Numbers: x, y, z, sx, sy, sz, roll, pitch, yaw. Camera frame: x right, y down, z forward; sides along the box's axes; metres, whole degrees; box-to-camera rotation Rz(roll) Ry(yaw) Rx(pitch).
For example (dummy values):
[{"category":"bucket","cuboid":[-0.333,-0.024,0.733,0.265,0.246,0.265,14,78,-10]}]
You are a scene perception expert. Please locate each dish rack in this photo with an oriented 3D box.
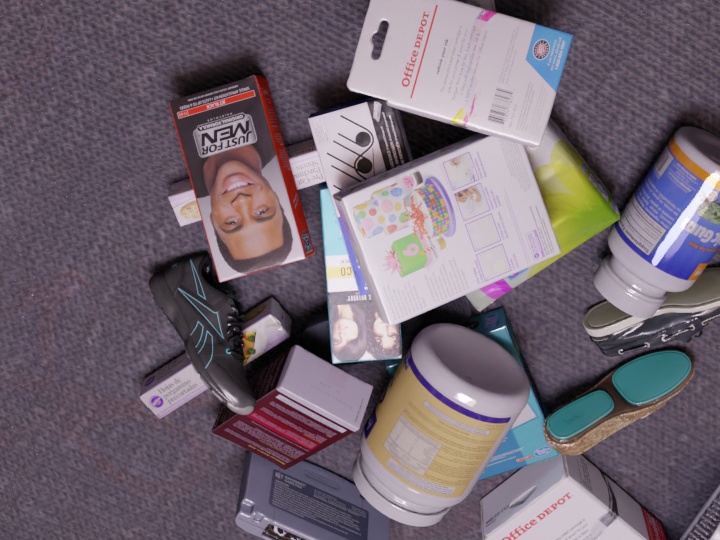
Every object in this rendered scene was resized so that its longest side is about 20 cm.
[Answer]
[{"category":"dish rack","cuboid":[0.418,0.351,1.754,0.043,0.172,0.200,31,116,9]}]

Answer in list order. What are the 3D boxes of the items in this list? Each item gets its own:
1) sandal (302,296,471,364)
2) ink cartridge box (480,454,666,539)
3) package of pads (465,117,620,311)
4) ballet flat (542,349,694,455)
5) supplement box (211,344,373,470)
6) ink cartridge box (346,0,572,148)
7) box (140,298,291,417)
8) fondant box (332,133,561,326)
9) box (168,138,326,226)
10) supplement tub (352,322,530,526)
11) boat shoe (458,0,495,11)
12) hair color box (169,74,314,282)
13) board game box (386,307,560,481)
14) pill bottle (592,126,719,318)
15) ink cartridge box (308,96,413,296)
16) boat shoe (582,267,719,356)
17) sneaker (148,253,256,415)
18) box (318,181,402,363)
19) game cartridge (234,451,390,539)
[{"category":"sandal","cuboid":[0.030,0.060,1.673,0.199,0.043,0.076,-12,127,-2]},{"category":"ink cartridge box","cuboid":[0.268,0.328,1.793,0.200,0.084,0.144,40,113,-21]},{"category":"package of pads","cuboid":[0.162,-0.070,1.579,0.200,0.068,0.155,-35,115,17]},{"category":"ballet flat","cuboid":[0.308,0.160,1.706,0.199,0.071,0.065,-25,145,-4]},{"category":"supplement box","cuboid":[-0.082,0.163,1.660,0.109,0.061,0.200,30,147,-17]},{"category":"ink cartridge box","cuboid":[0.096,-0.203,1.410,0.199,0.068,0.116,16,94,0]},{"category":"box","cuboid":[-0.171,0.104,1.684,0.200,0.041,0.039,-32,113,18]},{"category":"fondant box","cuboid":[0.090,-0.049,1.478,0.199,0.058,0.145,-23,103,-9]},{"category":"box","cuboid":[-0.114,-0.101,1.578,0.199,0.039,0.042,-16,118,9]},{"category":"supplement tub","cuboid":[0.087,0.176,1.619,0.145,0.146,0.200,23,117,-12]},{"category":"boat shoe","cuboid":[0.110,-0.270,1.467,0.073,0.065,0.200,-18,117,10]},{"category":"hair color box","cuboid":[-0.126,-0.098,1.524,0.101,0.061,0.201,-16,93,8]},{"category":"board game box","cuboid":[0.137,0.158,1.718,0.151,0.047,0.200,-19,117,11]},{"category":"pill bottle","cuboid":[0.343,-0.048,1.565,0.112,0.112,0.200,24,117,-13]},{"category":"ink cartridge box","cuboid":[0.017,-0.082,1.523,0.094,0.044,0.201,-14,101,8]},{"category":"boat shoe","cuboid":[0.362,0.055,1.646,0.199,0.075,0.066,-20,120,11]},{"category":"sneaker","cuboid":[-0.165,0.069,1.611,0.079,0.075,0.200,-33,73,1]},{"category":"box","cuboid":[0.000,0.000,1.596,0.082,0.049,0.201,-5,102,-1]},{"category":"game cartridge","cuboid":[-0.056,0.296,1.747,0.200,0.133,0.042,26,116,-13]}]
